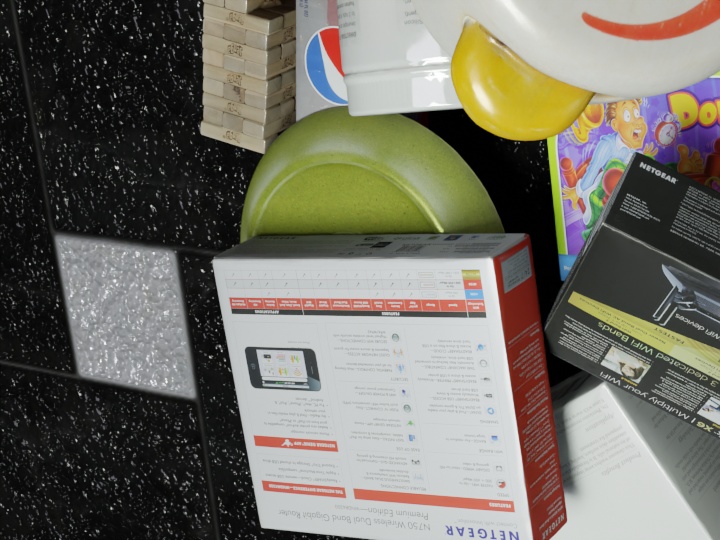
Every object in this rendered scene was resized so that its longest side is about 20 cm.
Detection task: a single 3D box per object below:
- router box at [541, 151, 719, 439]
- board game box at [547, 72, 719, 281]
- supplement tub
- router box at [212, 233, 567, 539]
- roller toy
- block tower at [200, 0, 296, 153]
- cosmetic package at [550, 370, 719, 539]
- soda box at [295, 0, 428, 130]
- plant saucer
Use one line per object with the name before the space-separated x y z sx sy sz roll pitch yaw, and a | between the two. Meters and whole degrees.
router box | 0.209 0.035 0.903 0.198 0.053 0.158 27 153 5
board game box | 0.205 -0.057 0.937 0.198 0.045 0.136 5 113 33
supplement tub | 0.047 -0.190 0.905 0.131 0.131 0.203 0 97 34
router box | 0.015 0.071 0.989 0.198 0.049 0.182 1 107 32
roller toy | 0.113 -0.172 0.783 0.140 0.198 0.184 -165 54 -77
block tower | -0.066 -0.183 1.061 0.054 0.058 0.202 18 118 27
cosmetic package | 0.184 0.157 1.028 0.112 0.081 0.201 -33 92 40
soda box | 0.002 -0.104 1.043 0.069 0.063 0.202 15 119 26
plant saucer | 0.000 0.000 1.023 0.198 0.031 0.202 11 113 28
